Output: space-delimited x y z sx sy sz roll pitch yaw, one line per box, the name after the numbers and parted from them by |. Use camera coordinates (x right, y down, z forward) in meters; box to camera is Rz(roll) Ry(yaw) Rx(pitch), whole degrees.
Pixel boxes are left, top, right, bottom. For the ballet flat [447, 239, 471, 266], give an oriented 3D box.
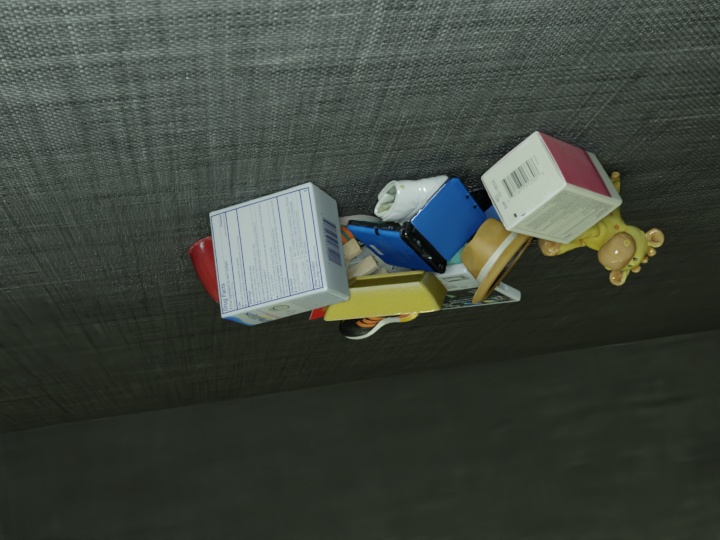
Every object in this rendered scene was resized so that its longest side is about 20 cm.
0.140 -0.043 1.782 0.197 0.070 0.063 12 -172 -6 | ballet flat

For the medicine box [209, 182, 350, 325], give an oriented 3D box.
-0.136 -0.023 1.564 0.198 0.184 0.103 -15 164 19 | medicine box

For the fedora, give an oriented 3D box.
0.231 -0.033 1.653 0.201 0.082 0.201 -49 169 -13 | fedora

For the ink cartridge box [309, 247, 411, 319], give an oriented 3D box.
0.006 0.026 1.860 0.198 0.045 0.178 -14 137 -30 | ink cartridge box

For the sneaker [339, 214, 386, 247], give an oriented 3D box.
-0.038 -0.052 1.716 0.198 0.081 0.071 -2 160 -26 | sneaker

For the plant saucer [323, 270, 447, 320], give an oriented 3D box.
0.046 0.038 1.637 0.197 0.049 0.200 -5 -172 9 | plant saucer

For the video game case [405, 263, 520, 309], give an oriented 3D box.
0.180 0.033 1.834 0.199 0.024 0.181 -9 155 43 | video game case

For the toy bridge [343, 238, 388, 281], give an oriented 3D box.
0.000 0.000 1.738 0.067 0.027 0.200 -35 155 6 | toy bridge

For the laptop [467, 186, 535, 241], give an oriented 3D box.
0.216 -0.079 1.734 0.198 0.104 0.177 -14 167 -19 | laptop

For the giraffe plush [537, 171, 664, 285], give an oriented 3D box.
0.451 -0.060 1.729 0.199 0.163 0.173 -30 162 -29 | giraffe plush

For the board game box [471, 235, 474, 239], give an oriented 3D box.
0.204 -0.059 1.928 0.103 0.024 0.200 -3 170 -15 | board game box

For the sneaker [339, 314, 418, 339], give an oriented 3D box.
0.023 0.073 1.867 0.199 0.071 0.090 -21 138 33 | sneaker

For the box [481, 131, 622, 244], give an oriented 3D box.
0.315 -0.132 1.548 0.128 0.110 0.199 -39 152 30 | box

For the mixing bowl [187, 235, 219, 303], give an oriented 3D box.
-0.218 0.005 1.767 0.197 0.110 0.200 -10 165 -3 | mixing bowl

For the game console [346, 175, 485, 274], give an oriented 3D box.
0.097 -0.081 1.590 0.169 0.120 0.200 10 166 26 | game console

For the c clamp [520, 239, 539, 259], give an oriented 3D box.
0.330 -0.049 2.092 0.169 0.027 0.200 -10 164 -20 | c clamp

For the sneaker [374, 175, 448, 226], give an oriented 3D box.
0.073 -0.103 1.639 0.114 0.074 0.200 -4 154 -15 | sneaker
